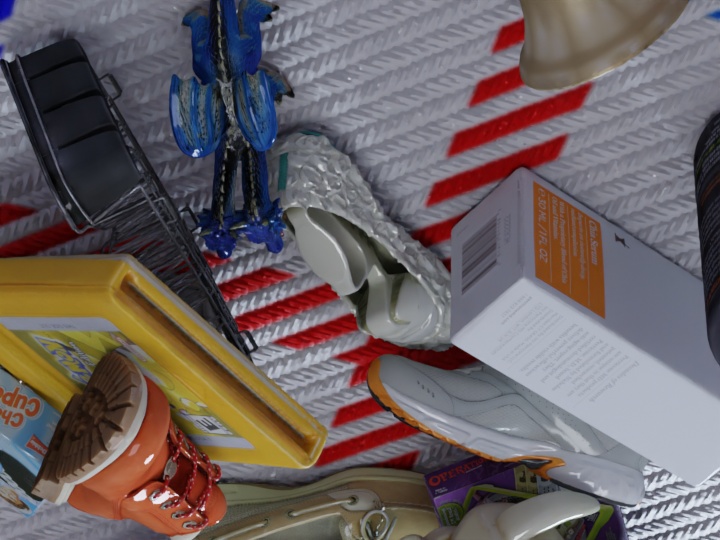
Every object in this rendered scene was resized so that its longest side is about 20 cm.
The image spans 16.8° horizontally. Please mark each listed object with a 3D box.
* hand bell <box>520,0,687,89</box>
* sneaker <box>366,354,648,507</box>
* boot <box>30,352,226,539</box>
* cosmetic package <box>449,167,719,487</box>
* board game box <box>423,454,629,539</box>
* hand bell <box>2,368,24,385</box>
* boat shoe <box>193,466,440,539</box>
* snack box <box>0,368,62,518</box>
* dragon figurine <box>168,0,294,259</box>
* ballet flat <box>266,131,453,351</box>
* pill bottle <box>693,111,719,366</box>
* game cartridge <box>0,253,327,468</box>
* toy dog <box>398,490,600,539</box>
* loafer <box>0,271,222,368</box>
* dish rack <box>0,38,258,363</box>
[{"bbox_3d":[0.080,-0.205,1.273,0.104,0.104,0.201,-24,115,24],"label":"hand bell"},{"bbox_3d":[0.100,0.077,1.542,0.199,0.076,0.093,21,88,-19],"label":"sneaker"},{"bbox_3d":[-0.117,0.106,1.371,0.107,0.075,0.200,25,164,-7],"label":"boot"},{"bbox_3d":[0.151,0.036,1.479,0.199,0.102,0.071,31,128,-24],"label":"cosmetic package"},{"bbox_3d":[0.122,0.191,1.655,0.119,0.032,0.201,-23,131,-6],"label":"board game box"},{"bbox_3d":[-0.286,0.109,1.601,0.200,0.104,0.104,-36,123,18],"label":"hand bell"},{"bbox_3d":[-0.029,0.179,1.652,0.199,0.063,0.074,-1,133,4],"label":"boat shoe"},{"bbox_3d":[-0.264,0.070,1.509,0.200,0.037,0.116,37,156,-4],"label":"snack box"},{"bbox_3d":[-0.074,-0.099,1.364,0.058,0.100,0.201,-4,131,7],"label":"dragon figurine"},{"bbox_3d":[0.000,0.000,1.480,0.071,0.072,0.200,-24,128,24],"label":"ballet flat"},{"bbox_3d":[0.243,-0.001,1.369,0.105,0.201,0.107,2,134,2],"label":"pill bottle"},{"bbox_3d":[-0.140,0.054,1.401,0.199,0.033,0.176,-3,142,48],"label":"game cartridge"},{"bbox_3d":[0.124,0.224,1.591,0.199,0.140,0.195,20,107,-35],"label":"toy dog"},{"bbox_3d":[-0.186,0.038,1.523,0.198,0.070,0.070,-1,134,5],"label":"loafer"},{"bbox_3d":[-0.128,-0.029,1.406,0.054,0.154,0.201,-28,130,1],"label":"dish rack"}]
